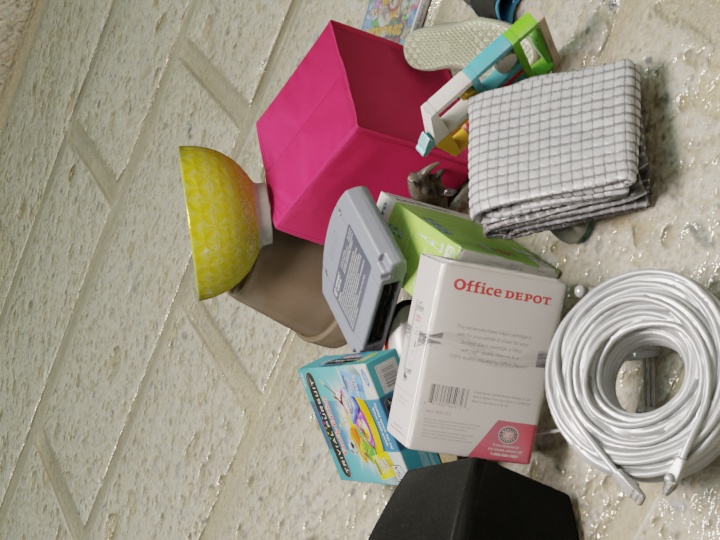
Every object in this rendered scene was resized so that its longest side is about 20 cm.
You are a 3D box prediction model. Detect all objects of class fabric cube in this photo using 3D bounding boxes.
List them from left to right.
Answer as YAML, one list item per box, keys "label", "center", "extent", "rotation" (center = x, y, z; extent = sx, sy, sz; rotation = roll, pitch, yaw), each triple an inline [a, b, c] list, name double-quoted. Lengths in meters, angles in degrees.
- label: "fabric cube"
  center: [0.005, -0.163, 1.849]
  extent: [0.199, 0.195, 0.201]
  rotation: [-47, 41, 36]

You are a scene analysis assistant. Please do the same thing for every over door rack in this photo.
- label: "over door rack"
  center: [0.232, 0.098, 1.501]
  extent: [0.199, 0.066, 0.149]
  rotation: [-22, 59, 54]

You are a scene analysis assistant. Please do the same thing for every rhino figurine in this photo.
- label: "rhino figurine"
  center: [0.065, -0.062, 1.786]
  extent: [0.060, 0.087, 0.201]
  rotation: [-113, 33, -41]

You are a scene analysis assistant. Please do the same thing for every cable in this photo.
- label: "cable"
  center: [0.276, 0.103, 1.370]
  extent: [0.200, 0.069, 0.201]
  rotation: [41, 96, 36]

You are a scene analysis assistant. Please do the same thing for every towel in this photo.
- label: "towel"
  center: [0.216, -0.130, 1.544]
  extent: [0.198, 0.086, 0.167]
  rotation: [-12, 57, 25]

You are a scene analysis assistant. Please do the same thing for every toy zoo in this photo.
- label: "toy zoo"
  center: [0.141, -0.203, 1.636]
  extent: [0.200, 0.131, 0.020]
  rotation: [-42, 68, 3]

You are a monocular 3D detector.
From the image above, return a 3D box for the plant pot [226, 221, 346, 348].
- label: "plant pot"
  center: [-0.092, -0.007, 1.970]
  extent: [0.199, 0.172, 0.202]
  rotation: [-28, 56, 50]

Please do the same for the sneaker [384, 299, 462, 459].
- label: "sneaker"
  center: [0.083, 0.141, 1.696]
  extent: [0.108, 0.067, 0.204]
  rotation: [22, 117, 57]

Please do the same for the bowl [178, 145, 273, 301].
- label: "bowl"
  center: [-0.170, -0.068, 1.836]
  extent: [0.200, 0.107, 0.202]
  rotation: [172, 90, -84]

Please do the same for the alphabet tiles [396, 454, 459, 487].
- label: "alphabet tiles"
  center: [0.067, 0.211, 1.672]
  extent: [0.166, 0.006, 0.202]
  rotation: [37, 142, 46]

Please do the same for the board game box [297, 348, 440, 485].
- label: "board game box"
  center: [0.007, 0.175, 1.694]
  extent: [0.200, 0.047, 0.152]
  rotation: [-13, 100, 64]

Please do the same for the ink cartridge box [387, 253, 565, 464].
- label: "ink cartridge box"
  center: [0.123, 0.093, 1.518]
  extent: [0.083, 0.145, 0.202]
  rotation: [-153, 74, -73]

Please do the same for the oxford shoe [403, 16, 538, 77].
- label: "oxford shoe"
  center: [0.143, -0.281, 1.787]
  extent: [0.199, 0.057, 0.076]
  rotation: [8, 109, 42]

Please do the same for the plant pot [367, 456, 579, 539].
- label: "plant pot"
  center: [0.119, 0.306, 1.500]
  extent: [0.199, 0.198, 0.179]
  rotation: [-21, 50, 54]

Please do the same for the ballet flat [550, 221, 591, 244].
- label: "ballet flat"
  center: [0.202, -0.111, 1.632]
  extent: [0.068, 0.063, 0.201]
  rotation: [-52, 39, 35]

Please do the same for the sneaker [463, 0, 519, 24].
- label: "sneaker"
  center: [0.202, -0.386, 1.749]
  extent: [0.082, 0.073, 0.201]
  rotation: [57, 134, 30]

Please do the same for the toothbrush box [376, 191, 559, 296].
- label: "toothbrush box"
  center: [0.112, -0.010, 1.663]
  extent: [0.200, 0.145, 0.087]
  rotation: [41, 114, 55]

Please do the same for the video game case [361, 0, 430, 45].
- label: "video game case"
  center: [0.034, -0.317, 2.030]
  extent: [0.143, 0.018, 0.202]
  rotation: [30, 104, 57]

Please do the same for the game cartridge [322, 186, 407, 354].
- label: "game cartridge"
  center: [0.000, 0.000, 1.677]
  extent: [0.201, 0.041, 0.134]
  rotation: [105, 148, -53]
